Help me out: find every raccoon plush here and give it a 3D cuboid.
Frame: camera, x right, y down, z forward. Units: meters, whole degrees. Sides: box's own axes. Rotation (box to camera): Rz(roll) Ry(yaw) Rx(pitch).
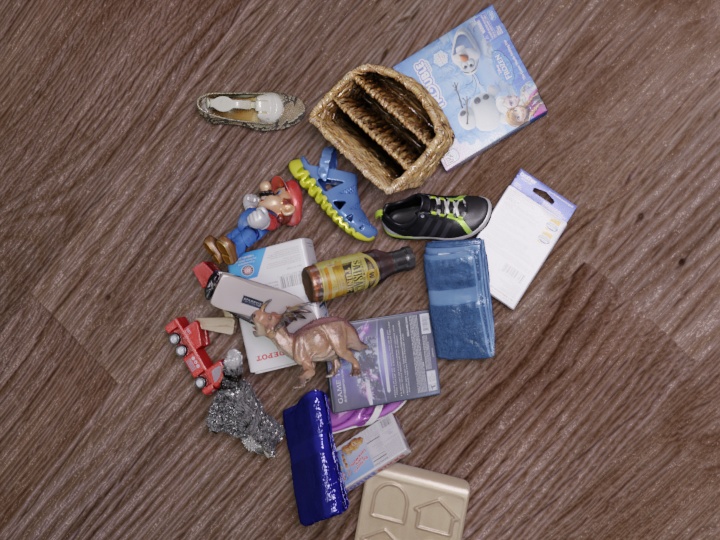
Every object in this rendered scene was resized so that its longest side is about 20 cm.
[{"bbox_3d":[-0.187,0.240,1.238,0.131,0.202,0.098,25,53,7],"label":"raccoon plush"}]

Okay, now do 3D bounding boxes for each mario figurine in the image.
[{"bbox_3d":[-0.182,-0.101,1.237,0.122,0.108,0.200,32,55,24],"label":"mario figurine"}]

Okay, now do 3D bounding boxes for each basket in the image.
[{"bbox_3d":[0.044,-0.241,1.177,0.200,0.148,0.144,45,116,14],"label":"basket"}]

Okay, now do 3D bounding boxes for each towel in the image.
[{"bbox_3d":[0.165,0.050,1.210,0.109,0.048,0.206,-4,102,22],"label":"towel"},{"bbox_3d":[-0.076,0.316,1.221,0.048,0.148,0.205,-1,68,-27],"label":"towel"}]

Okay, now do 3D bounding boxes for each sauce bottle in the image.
[{"bbox_3d":[0.000,0.000,1.218,0.195,0.066,0.068,-17,88,-21],"label":"sauce bottle"}]

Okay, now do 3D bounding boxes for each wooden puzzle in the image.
[{"bbox_3d":[0.085,0.443,1.254,0.180,0.046,0.206,11,87,9],"label":"wooden puzzle"}]

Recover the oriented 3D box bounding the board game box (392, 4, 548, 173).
[{"bbox_3d":[0.185,-0.305,1.232,0.196,0.043,0.204,-29,86,10],"label":"board game box"}]

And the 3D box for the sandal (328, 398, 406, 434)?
[{"bbox_3d":[0.008,0.232,1.260,0.200,0.050,0.084,-32,87,7],"label":"sandal"}]

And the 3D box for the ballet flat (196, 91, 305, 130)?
[{"bbox_3d":[-0.198,-0.285,1.280,0.194,0.075,0.070,4,90,9],"label":"ballet flat"}]

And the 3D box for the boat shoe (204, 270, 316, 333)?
[{"bbox_3d":[-0.166,0.052,1.199,0.197,0.093,0.076,27,90,-21],"label":"boat shoe"}]

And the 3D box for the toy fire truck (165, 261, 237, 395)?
[{"bbox_3d":[-0.272,0.103,1.307,0.139,0.049,0.203,-34,85,8],"label":"toy fire truck"}]

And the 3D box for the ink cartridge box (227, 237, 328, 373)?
[{"bbox_3d":[-0.137,0.060,1.266,0.142,0.086,0.206,-13,90,9],"label":"ink cartridge box"}]

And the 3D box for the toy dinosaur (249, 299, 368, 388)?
[{"bbox_3d":[-0.067,0.105,1.148,0.195,0.085,0.140,-7,88,-24],"label":"toy dinosaur"}]

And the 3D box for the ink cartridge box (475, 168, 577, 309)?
[{"bbox_3d":[0.262,-0.052,1.222,0.118,0.042,0.203,33,98,9],"label":"ink cartridge box"}]

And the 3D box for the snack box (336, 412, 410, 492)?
[{"bbox_3d":[-0.009,0.330,1.255,0.198,0.024,0.073,-35,56,12],"label":"snack box"}]

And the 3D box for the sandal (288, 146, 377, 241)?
[{"bbox_3d":[-0.036,-0.136,1.255,0.087,0.079,0.201,-42,86,4],"label":"sandal"}]

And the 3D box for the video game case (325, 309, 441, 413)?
[{"bbox_3d":[0.037,0.152,1.232,0.194,0.019,0.148,-7,89,-15],"label":"video game case"}]

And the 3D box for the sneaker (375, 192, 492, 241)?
[{"bbox_3d":[0.122,-0.091,1.210,0.194,0.083,0.074,-9,67,14],"label":"sneaker"}]
